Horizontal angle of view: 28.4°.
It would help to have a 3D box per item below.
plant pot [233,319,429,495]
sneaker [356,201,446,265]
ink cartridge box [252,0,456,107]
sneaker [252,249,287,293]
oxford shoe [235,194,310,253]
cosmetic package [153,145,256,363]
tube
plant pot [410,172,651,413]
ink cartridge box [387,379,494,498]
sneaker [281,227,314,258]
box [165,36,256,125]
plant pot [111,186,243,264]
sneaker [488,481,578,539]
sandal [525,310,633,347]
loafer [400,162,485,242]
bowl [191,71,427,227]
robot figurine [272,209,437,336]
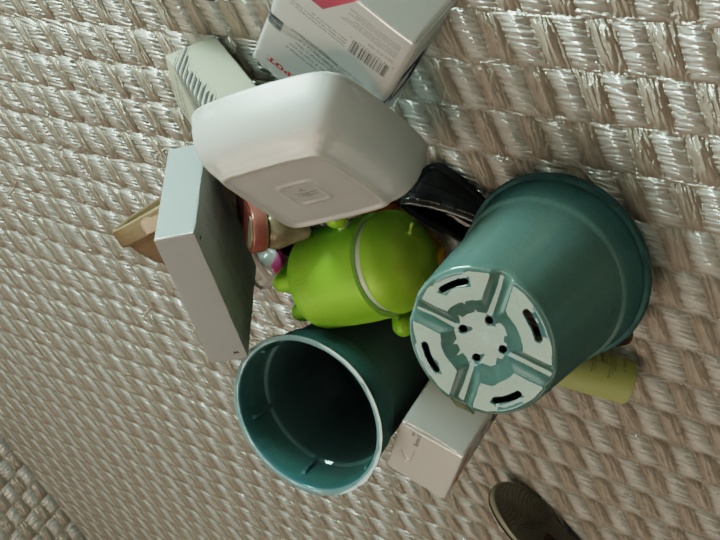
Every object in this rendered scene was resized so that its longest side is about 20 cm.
[{"bbox_3d":[-0.015,0.131,1.694,0.199,0.196,0.201,13,118,26],"label":"plant pot"},{"bbox_3d":[0.056,-0.037,1.656,0.077,0.073,0.200,-17,123,29],"label":"sneaker"},{"bbox_3d":[-0.009,-0.238,1.388,0.145,0.084,0.200,39,153,1],"label":"ink cartridge box"},{"bbox_3d":[-0.146,0.001,1.800,0.082,0.088,0.200,55,161,-16],"label":"sneaker"},{"bbox_3d":[-0.100,-0.080,1.608,0.200,0.074,0.071,-108,19,-54],"label":"oxford shoe"},{"bbox_3d":[-0.172,-0.018,1.607,0.051,0.151,0.201,-11,132,8],"label":"cosmetic package"},{"bbox_3d":[0.207,0.099,1.579,0.199,0.052,0.058,16,175,-7],"label":"tube"},{"bbox_3d":[0.154,0.030,1.374,0.199,0.196,0.201,13,117,27],"label":"plant pot"},{"bbox_3d":[0.123,0.150,1.682,0.084,0.200,0.146,30,153,10],"label":"ink cartridge box"},{"bbox_3d":[-0.054,0.006,1.858,0.200,0.076,0.115,44,163,9],"label":"sneaker"},{"bbox_3d":[-0.146,-0.174,1.589,0.200,0.068,0.082,51,159,44],"label":"box"},{"bbox_3d":[-0.200,-0.064,1.760,0.093,0.201,0.201,58,150,-10],"label":"plant pot"},{"bbox_3d":[0.236,0.383,2.037,0.200,0.075,0.106,45,151,-13],"label":"sneaker"},{"bbox_3d":[0.230,0.047,1.558,0.081,0.055,0.200,19,175,-16],"label":"sandal"},{"bbox_3d":[0.133,-0.037,1.530,0.200,0.070,0.068,35,153,11],"label":"loafer"},{"bbox_3d":[-0.054,-0.109,1.427,0.199,0.075,0.200,-11,153,32],"label":"bowl"},{"bbox_3d":[0.000,0.000,1.575,0.199,0.116,0.176,-14,116,40],"label":"robot figurine"}]
